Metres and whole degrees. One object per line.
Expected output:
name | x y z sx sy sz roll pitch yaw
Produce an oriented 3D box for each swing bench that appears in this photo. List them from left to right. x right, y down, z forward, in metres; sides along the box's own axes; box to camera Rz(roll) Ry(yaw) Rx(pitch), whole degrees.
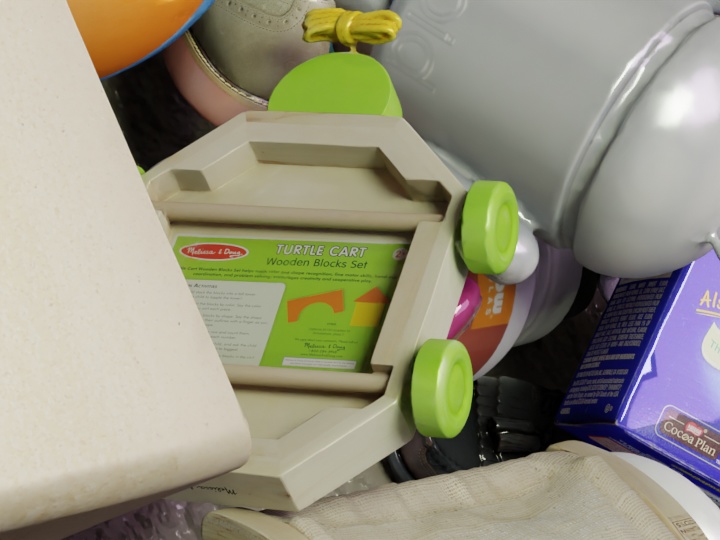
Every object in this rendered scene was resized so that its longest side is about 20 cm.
swing bench | 0.004 0.139 0.973 0.199 0.200 0.130 -5 75 -48

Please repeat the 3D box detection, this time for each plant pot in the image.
plant pot | -0.188 0.019 0.848 0.177 0.200 0.200 -23 88 -38

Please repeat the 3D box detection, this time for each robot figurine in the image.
robot figurine | 0.081 -0.072 1.050 0.200 0.113 0.170 32 73 17

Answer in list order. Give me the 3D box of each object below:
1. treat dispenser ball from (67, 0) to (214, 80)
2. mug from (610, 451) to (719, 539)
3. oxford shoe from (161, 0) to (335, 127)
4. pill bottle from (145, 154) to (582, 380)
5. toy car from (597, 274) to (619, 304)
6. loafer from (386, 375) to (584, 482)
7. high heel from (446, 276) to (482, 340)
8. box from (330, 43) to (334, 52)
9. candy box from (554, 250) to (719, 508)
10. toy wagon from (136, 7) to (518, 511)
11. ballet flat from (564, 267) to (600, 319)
treat dispenser ball | -0.130 -0.163 0.978 0.201 0.201 0.201 23 56 -38
mug | 0.142 0.160 1.086 0.148 0.175 0.200 -35 109 -21
oxford shoe | -0.056 -0.134 1.092 0.071 0.074 0.200 8 34 -37
pill bottle | 0.000 0.000 1.104 0.200 0.112 0.112 -8 77 -48
toy car | 0.201 0.004 1.311 0.200 0.158 0.164 -37 95 -33
loafer | 0.098 0.083 1.206 0.200 0.063 0.072 20 60 -40
high heel | -0.058 0.022 0.967 0.096 0.200 0.067 57 23 -19
box | 0.063 -0.114 1.277 0.200 0.049 0.082 -3 74 -48
candy box | 0.201 0.014 1.132 0.169 0.077 0.200 30 79 -16
toy wagon | -0.023 -0.008 0.937 0.040 0.155 0.200 67 34 -48
ballet flat | 0.069 -0.068 1.211 0.066 0.057 0.200 -17 117 -13
